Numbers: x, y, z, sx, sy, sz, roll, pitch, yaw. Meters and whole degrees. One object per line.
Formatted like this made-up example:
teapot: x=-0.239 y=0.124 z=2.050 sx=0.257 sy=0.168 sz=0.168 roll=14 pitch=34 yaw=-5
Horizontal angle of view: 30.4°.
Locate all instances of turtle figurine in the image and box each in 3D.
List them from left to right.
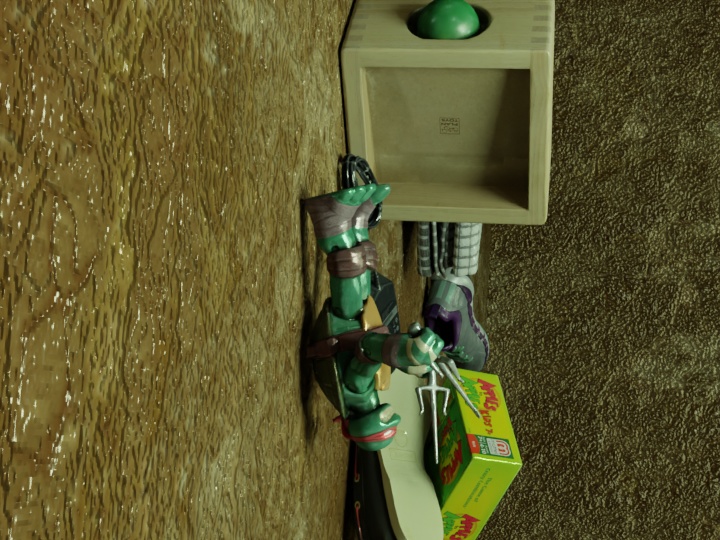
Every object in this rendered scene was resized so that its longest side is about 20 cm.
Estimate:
turtle figurine: x=0.012 y=0.045 z=0.891 sx=0.150 sy=0.100 sz=0.201 roll=178 pitch=-101 yaw=-84

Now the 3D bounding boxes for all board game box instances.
board game box: x=0.071 y=0.192 z=1.157 sx=0.102 sy=0.047 sz=0.201 roll=-101 pitch=-152 yaw=-47

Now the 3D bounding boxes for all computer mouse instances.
computer mouse: x=0.000 y=0.000 z=1.046 sx=0.059 sy=0.034 sz=0.201 roll=-46 pitch=136 yaw=-52

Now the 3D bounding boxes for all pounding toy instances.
pounding toy: x=0.088 y=-0.159 z=1.046 sx=0.143 sy=0.183 sz=0.201 roll=-77 pitch=166 yaw=-51

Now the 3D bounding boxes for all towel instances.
towel: x=0.093 y=-0.103 z=1.438 sx=0.200 sy=0.085 sz=0.167 roll=-76 pitch=167 yaw=-59

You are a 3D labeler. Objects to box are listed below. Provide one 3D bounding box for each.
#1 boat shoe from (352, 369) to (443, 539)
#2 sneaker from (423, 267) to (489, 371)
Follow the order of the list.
boat shoe: x=0.022 y=0.152 z=1.121 sx=0.073 sy=0.063 sz=0.202 roll=21 pitch=50 yaw=-36
sneaker: x=0.112 y=0.087 z=1.701 sx=0.201 sy=0.074 sz=0.088 roll=70 pitch=36 yaw=-45
